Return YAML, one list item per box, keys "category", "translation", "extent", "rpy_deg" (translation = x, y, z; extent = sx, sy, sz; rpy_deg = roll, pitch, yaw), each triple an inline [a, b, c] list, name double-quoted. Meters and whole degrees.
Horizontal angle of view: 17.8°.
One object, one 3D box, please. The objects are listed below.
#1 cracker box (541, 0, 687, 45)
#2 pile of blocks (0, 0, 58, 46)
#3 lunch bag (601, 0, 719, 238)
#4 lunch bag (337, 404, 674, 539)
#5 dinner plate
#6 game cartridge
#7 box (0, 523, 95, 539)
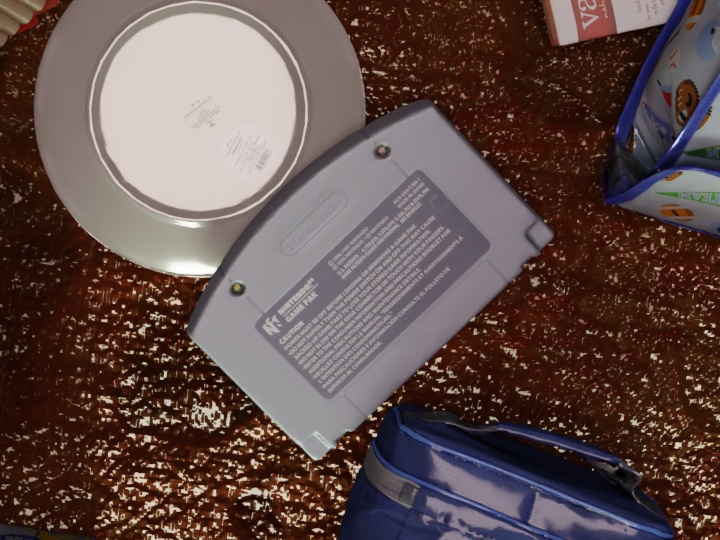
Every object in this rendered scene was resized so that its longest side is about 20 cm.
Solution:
- category: "cracker box"
  translation: [0.195, -0.217, 1.343]
  extent: [0.199, 0.058, 0.134]
  rpy_deg: [-13, 96, 1]
- category: "pile of blocks"
  translation: [-0.199, -0.186, 1.351]
  extent: [0.200, 0.082, 0.062]
  rpy_deg: [-46, 138, 13]
- category: "lunch bag"
  translation: [0.250, -0.088, 1.304]
  extent: [0.170, 0.124, 0.200]
  rpy_deg: [17, 131, -15]
- category: "lunch bag"
  translation: [0.091, 0.157, 1.343]
  extent: [0.199, 0.136, 0.133]
  rpy_deg: [20, 96, -4]
- category: "dinner plate"
  translation: [-0.096, -0.095, 1.372]
  extent: [0.199, 0.024, 0.201]
  rpy_deg: [0, 97, -1]
- category: "game cartridge"
  translation: [0.000, 0.000, 1.367]
  extent: [0.200, 0.041, 0.133]
  rpy_deg: [-43, 108, 3]
- category: "box"
  translation: [-0.262, 0.218, 1.315]
  extent: [0.192, 0.200, 0.122]
  rpy_deg: [8, 96, -2]
